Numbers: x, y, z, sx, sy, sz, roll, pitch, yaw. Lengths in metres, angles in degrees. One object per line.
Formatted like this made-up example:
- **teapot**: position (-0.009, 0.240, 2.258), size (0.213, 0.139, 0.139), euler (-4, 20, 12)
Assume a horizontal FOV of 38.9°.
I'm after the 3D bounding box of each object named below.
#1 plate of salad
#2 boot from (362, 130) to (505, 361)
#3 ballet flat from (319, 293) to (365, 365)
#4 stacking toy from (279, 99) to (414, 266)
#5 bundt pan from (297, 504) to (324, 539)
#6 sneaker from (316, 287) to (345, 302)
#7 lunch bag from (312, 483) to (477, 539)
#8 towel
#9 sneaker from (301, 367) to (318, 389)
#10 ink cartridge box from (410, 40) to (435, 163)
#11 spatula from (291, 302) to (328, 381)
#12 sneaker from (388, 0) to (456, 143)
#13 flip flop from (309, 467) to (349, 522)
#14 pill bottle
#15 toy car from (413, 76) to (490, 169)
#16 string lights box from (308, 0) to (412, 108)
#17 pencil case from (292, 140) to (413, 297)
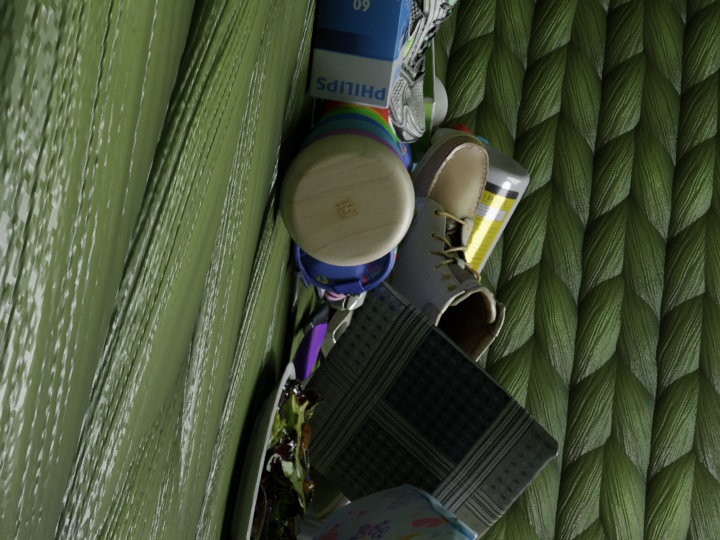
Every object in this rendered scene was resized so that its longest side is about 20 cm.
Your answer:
- **plate of salad**: position (-0.058, 0.167, 0.726), size (0.200, 0.048, 0.202), euler (10, 90, -87)
- **boot**: position (0.077, -0.011, 0.860), size (0.202, 0.072, 0.155), euler (-66, -157, 9)
- **ballet flat**: position (-0.016, 0.046, 1.180), size (0.071, 0.069, 0.202), euler (-36, 142, -50)
- **stacking toy**: position (-0.009, -0.082, 0.710), size (0.200, 0.084, 0.086), euler (-91, -172, -64)
- **bundt pan**: position (-0.057, 0.347, 1.128), size (0.202, 0.075, 0.204), euler (9, 90, -88)
- **sneaker**: position (0.000, 0.000, 1.020), size (0.200, 0.081, 0.071), euler (74, 26, -85)
- **lunch bag**: position (0.010, 0.256, 0.723), size (0.201, 0.127, 0.170), euler (-56, -170, -7)
- **towel**: position (0.041, 0.132, 0.822), size (0.034, 0.192, 0.201), euler (-36, 164, -51)
- **sneaker**: position (0.004, 0.131, 1.049), size (0.071, 0.199, 0.099), euler (60, -42, 18)
- **ink cartridge box**: position (0.037, -0.137, 1.035), size (0.148, 0.075, 0.202), euler (91, -3, -73)
- **spatula**: position (-0.043, 0.057, 0.918), size (0.200, 0.020, 0.057), euler (-80, -168, -78)
- **sneaker**: position (0.038, -0.197, 0.809), size (0.078, 0.084, 0.202), euler (-70, 159, -62)
- **flip flop**: position (-0.041, 0.179, 1.061), size (0.081, 0.057, 0.201), euler (-47, -153, 22)
- **pill bottle**: position (0.084, -0.036, 1.063), size (0.111, 0.110, 0.201), euler (-74, -171, -71)
- **toy car**: position (0.057, -0.188, 1.336), size (0.184, 0.175, 0.202), euler (172, -101, -79)
- **string lights box**: position (0.011, -0.223, 0.693), size (0.103, 0.058, 0.202), euler (-73, 172, -69)
- **pencil case**: position (-0.001, -0.054, 0.819), size (0.201, 0.077, 0.088), euler (-76, 165, -60)
